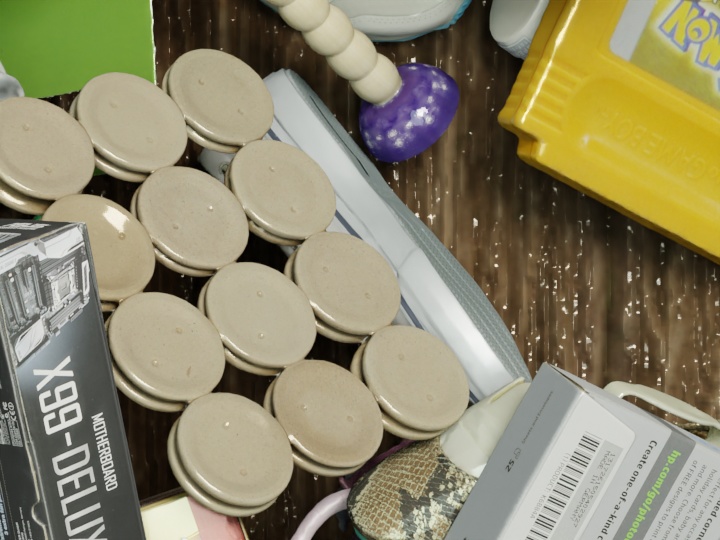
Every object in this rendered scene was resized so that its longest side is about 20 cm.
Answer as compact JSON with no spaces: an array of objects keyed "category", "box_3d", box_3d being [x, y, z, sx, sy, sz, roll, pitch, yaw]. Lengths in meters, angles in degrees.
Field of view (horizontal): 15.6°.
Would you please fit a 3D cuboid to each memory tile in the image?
[{"category":"memory tile","box_3d":[-0.057,0.001,1.073,0.153,0.017,0.200,-21,70,-42]}]

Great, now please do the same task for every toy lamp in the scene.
[{"category":"toy lamp","box_3d":[-0.034,-0.123,1.147,0.058,0.058,0.200,-48,126,-4]}]

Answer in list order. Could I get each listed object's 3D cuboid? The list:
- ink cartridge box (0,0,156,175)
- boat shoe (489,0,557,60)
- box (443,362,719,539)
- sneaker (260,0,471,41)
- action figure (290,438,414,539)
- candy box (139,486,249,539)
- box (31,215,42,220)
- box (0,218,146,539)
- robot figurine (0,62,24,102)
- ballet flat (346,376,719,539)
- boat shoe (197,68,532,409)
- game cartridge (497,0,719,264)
[{"category":"ink cartridge box","box_3d":[-0.166,-0.138,1.152,0.148,0.076,0.200,-7,87,42]},{"category":"boat shoe","box_3d":[0.130,-0.179,1.212,0.068,0.072,0.200,27,77,-24]},{"category":"box","box_3d":[0.122,0.147,1.095,0.200,0.041,0.156,26,96,-26]},{"category":"sneaker","box_3d":[-0.040,-0.165,1.195,0.200,0.081,0.077,26,85,-2]},{"category":"action figure","box_3d":[0.078,0.134,1.157,0.200,0.149,0.134,17,80,12]},{"category":"candy box","box_3d":[-0.064,0.149,1.117,0.055,0.200,0.116,-20,88,-5]},{"category":"box","box_3d":[-0.159,0.033,1.162,0.048,0.117,0.200,43,86,0]},{"category":"box","box_3d":[-0.155,0.081,1.024,0.050,0.158,0.200,-22,107,-43]},{"category":"robot figurine","box_3d":[-0.223,-0.048,1.139,0.113,0.200,0.170,-15,78,-42]},{"category":"ballet flat","box_3d":[0.090,0.079,1.117,0.200,0.068,0.075,2,125,-27]},{"category":"boat shoe","box_3d":[0.000,0.000,1.181,0.067,0.074,0.200,-42,60,10]},{"category":"game cartridge","box_3d":[0.172,-0.110,1.191,0.176,0.032,0.200,25,86,-25]}]
